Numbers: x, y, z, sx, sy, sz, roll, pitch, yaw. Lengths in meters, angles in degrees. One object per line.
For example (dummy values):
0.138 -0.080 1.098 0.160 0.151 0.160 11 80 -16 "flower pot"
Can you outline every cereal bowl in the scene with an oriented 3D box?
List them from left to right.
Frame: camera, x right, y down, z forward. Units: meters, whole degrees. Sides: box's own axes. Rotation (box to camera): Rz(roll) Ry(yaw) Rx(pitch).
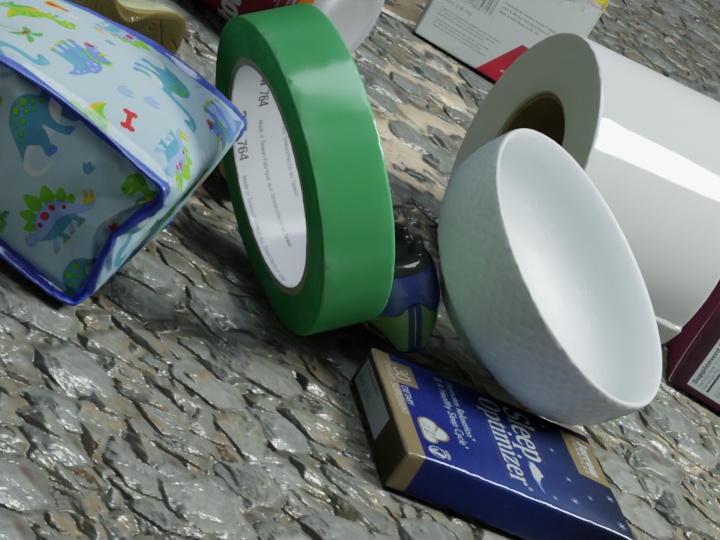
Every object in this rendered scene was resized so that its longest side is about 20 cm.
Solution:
0.111 0.014 1.577 0.200 0.083 0.201 43 32 -35 "cereal bowl"

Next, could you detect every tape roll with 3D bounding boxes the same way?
-0.036 -0.062 1.501 0.048 0.201 0.201 -13 39 -18 "tape roll"
0.170 -0.055 1.771 0.139 0.203 0.203 22 23 -25 "tape roll"

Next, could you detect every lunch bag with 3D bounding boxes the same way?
-0.192 -0.094 1.446 0.200 0.127 0.170 42 21 -2 "lunch bag"

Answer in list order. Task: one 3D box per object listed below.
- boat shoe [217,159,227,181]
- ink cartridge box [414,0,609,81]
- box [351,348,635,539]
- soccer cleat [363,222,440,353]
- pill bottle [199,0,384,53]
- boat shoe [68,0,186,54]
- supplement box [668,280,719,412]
-0.080 -0.100 1.713 0.063 0.073 0.200 27 9 3 "boat shoe"
0.167 -0.285 2.290 0.145 0.200 0.145 32 20 -1 "ink cartridge box"
0.095 0.123 1.503 0.200 0.032 0.121 24 22 -23 "box"
-0.001 0.000 1.615 0.064 0.084 0.200 -11 18 -15 "soccer cleat"
-0.085 -0.254 1.982 0.200 0.113 0.113 39 21 18 "pill bottle"
-0.199 -0.180 1.715 0.063 0.073 0.200 34 16 24 "boat shoe"
0.340 0.083 1.866 0.200 0.086 0.110 31 21 -3 "supplement box"
